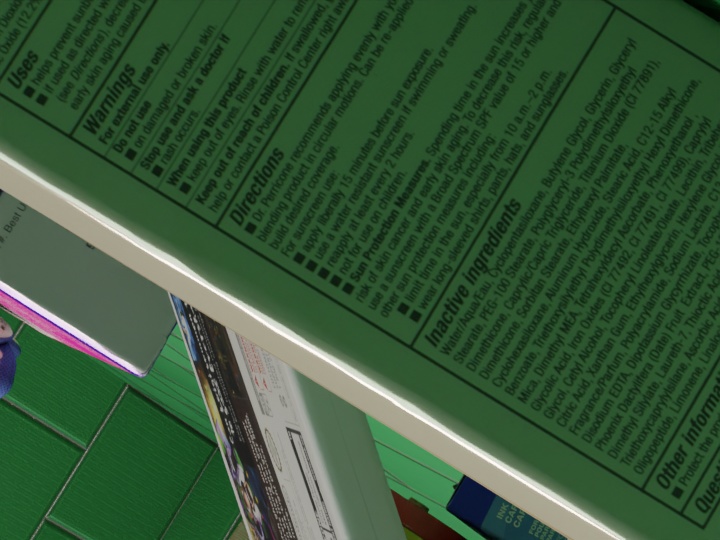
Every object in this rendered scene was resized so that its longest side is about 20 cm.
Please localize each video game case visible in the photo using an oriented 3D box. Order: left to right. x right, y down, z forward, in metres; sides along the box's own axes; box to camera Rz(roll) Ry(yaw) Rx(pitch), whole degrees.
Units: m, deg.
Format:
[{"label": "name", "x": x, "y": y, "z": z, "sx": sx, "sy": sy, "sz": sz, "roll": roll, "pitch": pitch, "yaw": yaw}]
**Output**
[{"label": "video game case", "x": -0.039, "y": 0.016, "z": 0.758, "sx": 0.182, "sy": 0.023, "sz": 0.200, "roll": 179, "pitch": 72, "yaw": -75}]

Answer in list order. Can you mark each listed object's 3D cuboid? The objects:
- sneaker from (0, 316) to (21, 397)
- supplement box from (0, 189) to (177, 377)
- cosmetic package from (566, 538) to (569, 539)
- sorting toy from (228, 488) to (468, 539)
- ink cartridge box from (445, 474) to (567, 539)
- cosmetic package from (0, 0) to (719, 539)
[{"label": "sneaker", "x": -0.199, "y": 0.028, "z": 0.993, "sx": 0.088, "sy": 0.075, "sz": 0.200, "roll": 20, "pitch": 180, "yaw": -2}, {"label": "supplement box", "x": -0.134, "y": -0.029, "z": 0.965, "sx": 0.103, "sy": 0.101, "sz": 0.200, "roll": 35, "pitch": 172, "yaw": -20}, {"label": "cosmetic package", "x": 0.153, "y": 0.153, "z": 0.662, "sx": 0.200, "sy": 0.166, "sz": 0.167, "roll": 29, "pitch": -175, "yaw": 19}, {"label": "sorting toy", "x": 0.067, "y": 0.178, "z": 1.056, "sx": 0.200, "sy": 0.070, "sz": 0.199, "roll": 28, "pitch": 172, "yaw": 37}, {"label": "ink cartridge box", "x": 0.136, "y": 0.132, "z": 1.038, "sx": 0.200, "sy": 0.076, "sz": 0.136, "roll": 26, "pitch": 170, "yaw": 44}, {"label": "cosmetic package", "x": 0.006, "y": -0.027, "z": 0.459, "sx": 0.200, "sy": 0.104, "sz": 0.073, "roll": 32, "pitch": 173, "yaw": 1}]
